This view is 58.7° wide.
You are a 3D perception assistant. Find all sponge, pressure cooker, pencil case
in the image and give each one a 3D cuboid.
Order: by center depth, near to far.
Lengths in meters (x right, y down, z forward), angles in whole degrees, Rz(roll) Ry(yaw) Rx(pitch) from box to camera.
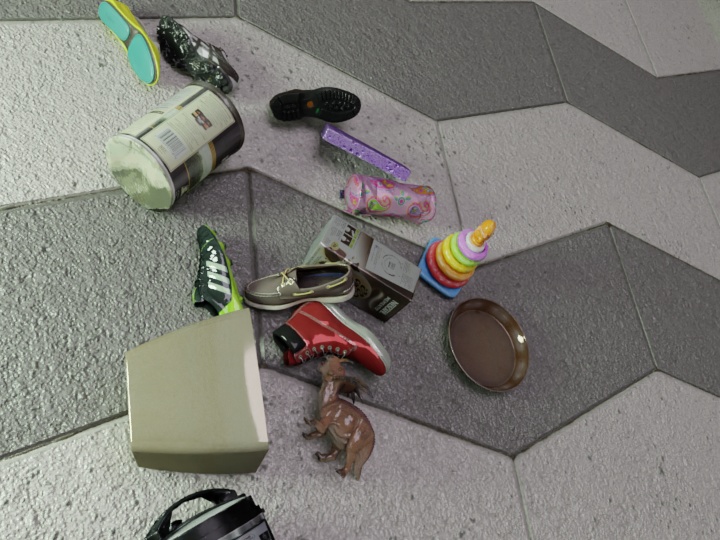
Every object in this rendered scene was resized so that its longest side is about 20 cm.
[{"bbox_3d":[-0.193,0.394,0.845,0.177,0.176,0.202,-26,76,-11],"label":"pressure cooker"},{"bbox_3d":[0.060,-0.148,1.337,0.197,0.087,0.089,5,62,-26],"label":"pencil case"},{"bbox_3d":[0.010,-0.251,1.355,0.198,0.030,0.112,26,13,-14],"label":"sponge"}]

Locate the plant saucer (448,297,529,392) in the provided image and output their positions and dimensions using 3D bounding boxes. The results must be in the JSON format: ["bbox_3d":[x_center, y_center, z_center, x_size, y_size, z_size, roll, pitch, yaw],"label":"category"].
[{"bbox_3d":[0.257,0.154,1.309,0.198,0.034,0.203,13,60,-22],"label":"plant saucer"}]

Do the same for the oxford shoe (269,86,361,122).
[{"bbox_3d":[-0.096,-0.358,1.356,0.197,0.074,0.085,-2,24,-19],"label":"oxford shoe"}]

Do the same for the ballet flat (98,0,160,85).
[{"bbox_3d":[-0.430,-0.445,1.243,0.201,0.067,0.067,54,32,9],"label":"ballet flat"}]

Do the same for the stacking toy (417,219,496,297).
[{"bbox_3d":[0.213,-0.044,1.286,0.109,0.200,0.117,34,52,-7],"label":"stacking toy"}]

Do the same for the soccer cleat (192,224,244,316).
[{"bbox_3d":[-0.253,0.016,1.088,0.080,0.068,0.202,-17,73,-21],"label":"soccer cleat"}]

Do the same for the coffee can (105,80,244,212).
[{"bbox_3d":[-0.321,-0.220,1.124,0.146,0.146,0.200,41,53,-2],"label":"coffee can"}]

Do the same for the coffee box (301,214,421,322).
[{"bbox_3d":[0.000,0.000,1.202,0.198,0.113,0.080,31,54,-10],"label":"coffee box"}]

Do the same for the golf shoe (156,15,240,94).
[{"bbox_3d":[-0.326,-0.432,1.293,0.200,0.078,0.094,48,35,0],"label":"golf shoe"}]

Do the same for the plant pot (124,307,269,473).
[{"bbox_3d":[-0.242,0.190,0.926,0.174,0.200,0.202,-5,66,-18],"label":"plant pot"}]

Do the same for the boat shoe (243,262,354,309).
[{"bbox_3d":[-0.109,0.023,1.122,0.197,0.060,0.072,-4,46,-3],"label":"boat shoe"}]

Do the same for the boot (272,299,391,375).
[{"bbox_3d":[-0.053,0.146,1.123,0.199,0.073,0.144,39,53,5],"label":"boot"}]

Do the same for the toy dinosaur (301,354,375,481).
[{"bbox_3d":[-0.020,0.248,1.049,0.135,0.086,0.201,-36,99,-25],"label":"toy dinosaur"}]
